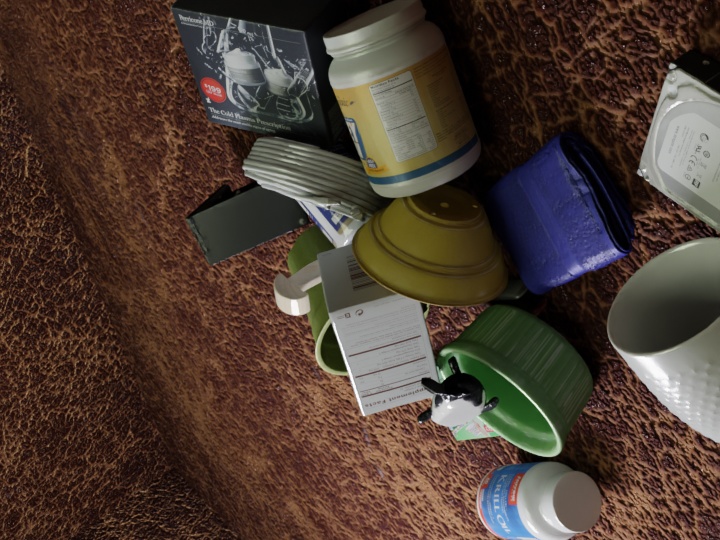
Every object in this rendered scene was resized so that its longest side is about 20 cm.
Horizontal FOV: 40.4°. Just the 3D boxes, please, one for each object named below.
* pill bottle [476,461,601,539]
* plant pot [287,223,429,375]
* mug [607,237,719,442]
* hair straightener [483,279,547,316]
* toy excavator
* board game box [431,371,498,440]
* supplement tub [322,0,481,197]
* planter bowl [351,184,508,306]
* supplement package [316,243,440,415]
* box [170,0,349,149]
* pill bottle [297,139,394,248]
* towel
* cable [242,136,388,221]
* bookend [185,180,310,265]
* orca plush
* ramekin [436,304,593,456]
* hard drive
[{"bbox_3d":[0.261,0.337,1.431,0.113,0.112,0.200,57,154,0],"label":"pill bottle"},{"bbox_3d":[-0.022,0.025,1.538,0.191,0.198,0.201,55,158,36],"label":"plant pot"},{"bbox_3d":[0.361,0.077,0.917,0.175,0.148,0.199,46,145,-21],"label":"mug"},{"bbox_3d":[0.166,0.015,1.320,0.077,0.041,0.199,52,165,-23],"label":"hair straightener"},{"bbox_3d":[0.000,0.000,1.372,0.198,0.196,0.101,13,140,17],"label":"toy excavator"},{"bbox_3d":[0.170,0.198,1.534,0.135,0.029,0.200,58,155,-2],"label":"board game box"},{"bbox_3d":[0.048,-0.204,1.159,0.144,0.144,0.202,11,128,57],"label":"supplement tub"},{"bbox_3d":[0.094,-0.048,1.186,0.200,0.199,0.084,39,131,33],"label":"planter bowl"},{"bbox_3d":[0.027,0.071,1.279,0.118,0.116,0.201,-105,-1,-48],"label":"supplement package"},{"bbox_3d":[-0.113,-0.272,1.244,0.198,0.105,0.183,15,142,24],"label":"box"},{"bbox_3d":[-0.044,-0.130,1.452,0.200,0.111,0.111,50,154,16],"label":"pill bottle"},{"bbox_3d":[0.226,-0.062,1.121,0.149,0.049,0.200,63,156,5],"label":"towel"},{"bbox_3d":[-0.057,-0.121,1.290,0.198,0.070,0.200,20,-177,16],"label":"cable"},{"bbox_3d":[-0.168,-0.116,1.689,0.198,0.199,0.093,-21,106,19],"label":"bookend"},{"bbox_3d":[0.108,0.144,1.221,0.200,0.104,0.072,33,-139,-64],"label":"orca plush"},{"bbox_3d":[0.206,0.138,1.277,0.199,0.098,0.201,37,160,16],"label":"ramekin"},{"bbox_3d":[0.347,-0.088,0.875,0.200,0.038,0.141,42,151,28],"label":"hard drive"}]
